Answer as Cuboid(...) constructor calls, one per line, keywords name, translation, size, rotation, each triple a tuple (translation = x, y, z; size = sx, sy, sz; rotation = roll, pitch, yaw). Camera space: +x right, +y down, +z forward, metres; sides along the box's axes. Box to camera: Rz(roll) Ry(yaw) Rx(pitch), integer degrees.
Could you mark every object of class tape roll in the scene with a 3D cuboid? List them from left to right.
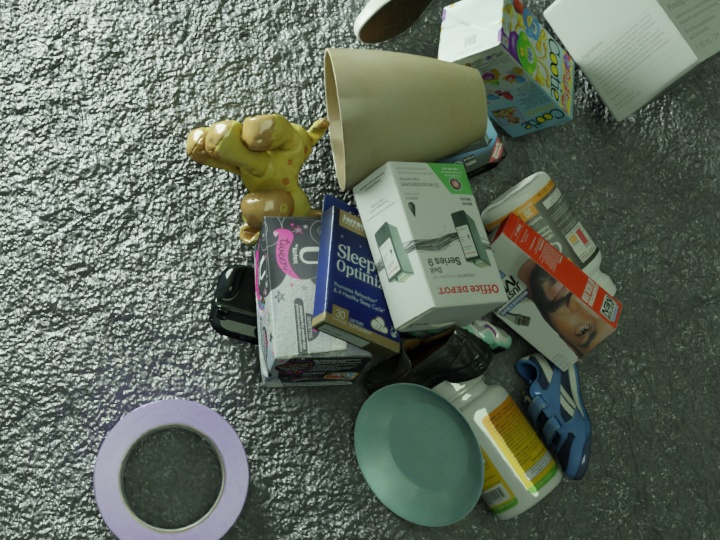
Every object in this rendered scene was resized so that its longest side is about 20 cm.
Cuboid(name="tape roll", translation=(-0.246, 0.272, 1.407), size=(0.198, 0.066, 0.202), rotation=(2, 80, -9))

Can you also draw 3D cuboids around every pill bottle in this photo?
Cuboid(name="pill bottle", translation=(0.175, 0.227, 1.463), size=(0.111, 0.111, 0.201), rotation=(-34, 86, -14))
Cuboid(name="pill bottle", translation=(0.268, -0.029, 1.521), size=(0.116, 0.116, 0.201), rotation=(-37, 95, -14))

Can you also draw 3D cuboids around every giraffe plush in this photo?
Cuboid(name="giraffe plush", translation=(-0.127, -0.119, 1.475), size=(0.199, 0.172, 0.164), rotation=(-6, 90, -45))

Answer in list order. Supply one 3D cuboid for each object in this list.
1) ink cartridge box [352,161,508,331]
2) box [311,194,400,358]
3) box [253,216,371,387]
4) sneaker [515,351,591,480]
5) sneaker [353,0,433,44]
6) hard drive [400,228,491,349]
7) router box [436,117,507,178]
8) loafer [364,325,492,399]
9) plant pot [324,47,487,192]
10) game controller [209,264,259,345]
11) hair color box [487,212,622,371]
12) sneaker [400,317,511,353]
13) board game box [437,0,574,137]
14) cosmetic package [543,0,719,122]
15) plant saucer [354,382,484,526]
Cuboid(name="ink cartridge box", translation=(0.091, -0.032, 1.388), size=(0.145, 0.084, 0.202), rotation=(-3, 69, -42))
Cuboid(name="box", translation=(0.000, 0.000, 1.373), size=(0.120, 0.032, 0.202), rotation=(24, 53, -31))
Cuboid(name="box", translation=(-0.068, 0.040, 1.420), size=(0.131, 0.115, 0.202), rotation=(0, 65, -14))
Cuboid(name="sneaker", translation=(0.265, 0.198, 1.480), size=(0.081, 0.074, 0.201), rotation=(2, 49, -12))
Cuboid(name="sneaker", translation=(0.059, -0.417, 1.601), size=(0.200, 0.073, 0.085), rotation=(-40, 54, -7))
Cuboid(name="hard drive", translation=(0.124, 0.025, 1.537), size=(0.131, 0.026, 0.202), rotation=(5, 78, -9))
Cuboid(name="router box", translation=(0.092, -0.188, 1.553), size=(0.199, 0.062, 0.151), rotation=(-25, 83, -13))
Cuboid(name="loafer", translation=(0.078, 0.117, 1.436), size=(0.072, 0.199, 0.073), rotation=(47, 38, -27))
Cuboid(name="plant pot", translation=(0.062, -0.208, 1.425), size=(0.198, 0.187, 0.189), rotation=(-7, 80, -6))
Cuboid(name="game controller", translation=(-0.106, 0.058, 1.490), size=(0.198, 0.042, 0.105), rotation=(16, 62, -7))
Cuboid(name="hair color box", translation=(0.241, 0.031, 1.453), size=(0.200, 0.111, 0.064), rotation=(38, 39, -5))
Cuboid(name="sneaker", translation=(0.123, 0.033, 1.484), size=(0.198, 0.078, 0.141), rotation=(16, 67, -18))
Cuboid(name="board game box", translation=(0.209, -0.290, 1.512), size=(0.200, 0.104, 0.104), rotation=(34, 55, -43))
Cuboid(name="cosmetic package", translation=(0.412, -0.359, 1.561), size=(0.167, 0.166, 0.201), rotation=(-32, 86, -41))
Cuboid(name="plant saucer", translation=(0.083, 0.241, 1.434), size=(0.039, 0.200, 0.202), rotation=(-24, 82, -54))
